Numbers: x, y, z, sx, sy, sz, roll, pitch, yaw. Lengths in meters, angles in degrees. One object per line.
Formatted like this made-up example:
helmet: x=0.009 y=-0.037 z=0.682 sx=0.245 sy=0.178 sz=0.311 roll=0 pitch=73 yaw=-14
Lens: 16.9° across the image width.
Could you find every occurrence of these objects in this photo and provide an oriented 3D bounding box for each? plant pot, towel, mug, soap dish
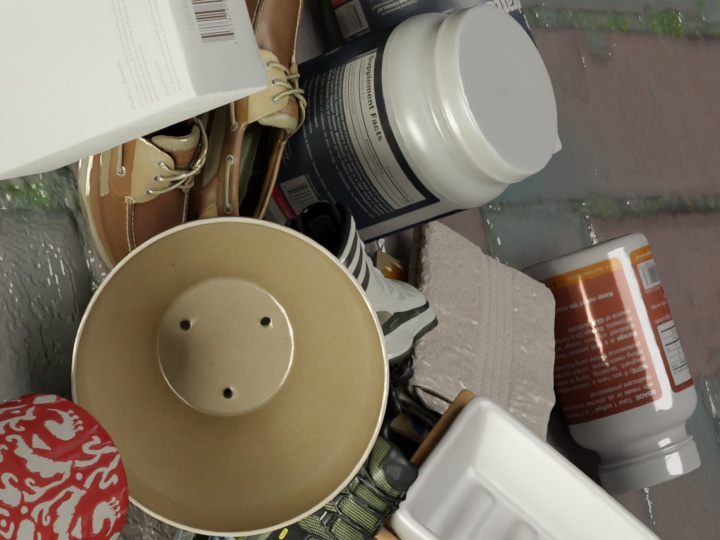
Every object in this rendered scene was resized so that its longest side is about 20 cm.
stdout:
plant pot: x=-0.085 y=0.059 z=1.569 sx=0.134 sy=0.199 sz=0.201 roll=-120 pitch=-174 yaw=-82
towel: x=0.089 y=0.054 z=1.839 sx=0.132 sy=0.034 sz=0.201 roll=31 pitch=39 yaw=-22
mug: x=-0.238 y=0.164 z=1.374 sx=0.133 sy=0.178 sz=0.200 roll=37 pitch=28 yaw=14
soap dish: x=0.107 y=0.201 z=1.695 sx=0.200 sy=0.081 sz=0.157 roll=40 pitch=47 yaw=0

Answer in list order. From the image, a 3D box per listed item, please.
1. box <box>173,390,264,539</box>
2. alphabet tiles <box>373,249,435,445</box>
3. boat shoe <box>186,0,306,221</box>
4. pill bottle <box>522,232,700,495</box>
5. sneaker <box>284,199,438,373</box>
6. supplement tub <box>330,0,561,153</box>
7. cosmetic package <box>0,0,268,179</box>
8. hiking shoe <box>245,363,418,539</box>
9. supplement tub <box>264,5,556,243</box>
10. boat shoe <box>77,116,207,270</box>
box: x=-0.051 y=0.159 z=1.671 sx=0.137 sy=0.040 sz=0.201 roll=49 pitch=41 yaw=-30
alphabet tiles: x=0.060 y=0.073 z=1.826 sx=0.199 sy=0.006 sz=0.167 roll=29 pitch=41 yaw=-24
boat shoe: x=-0.070 y=-0.115 z=1.667 sx=0.075 sy=0.074 sz=0.201 roll=8 pitch=100 yaw=-55
pill bottle: x=0.213 y=0.078 z=2.005 sx=0.112 sy=0.112 sz=0.201 roll=-16 pitch=89 yaw=-55
sneaker: x=0.000 y=0.000 z=1.694 sx=0.201 sy=0.075 sz=0.116 roll=-59 pitch=131 yaw=-80
supplement tub: x=0.067 y=-0.167 z=1.888 sx=0.140 sy=0.140 sz=0.201 roll=-26 pitch=97 yaw=-55
cosmetic package: x=-0.166 y=-0.134 z=1.507 sx=0.081 sy=0.199 sz=0.114 roll=-14 pitch=89 yaw=-53
hiking shoe: x=-0.014 y=0.151 z=1.602 sx=0.076 sy=0.100 sz=0.201 roll=35 pitch=48 yaw=-37
supplement tub: x=0.026 y=-0.101 z=1.739 sx=0.140 sy=0.199 sz=0.141 roll=27 pitch=54 yaw=-45
boat shoe: x=-0.140 y=-0.079 z=1.589 sx=0.076 sy=0.071 sz=0.201 roll=-28 pitch=120 yaw=-43
